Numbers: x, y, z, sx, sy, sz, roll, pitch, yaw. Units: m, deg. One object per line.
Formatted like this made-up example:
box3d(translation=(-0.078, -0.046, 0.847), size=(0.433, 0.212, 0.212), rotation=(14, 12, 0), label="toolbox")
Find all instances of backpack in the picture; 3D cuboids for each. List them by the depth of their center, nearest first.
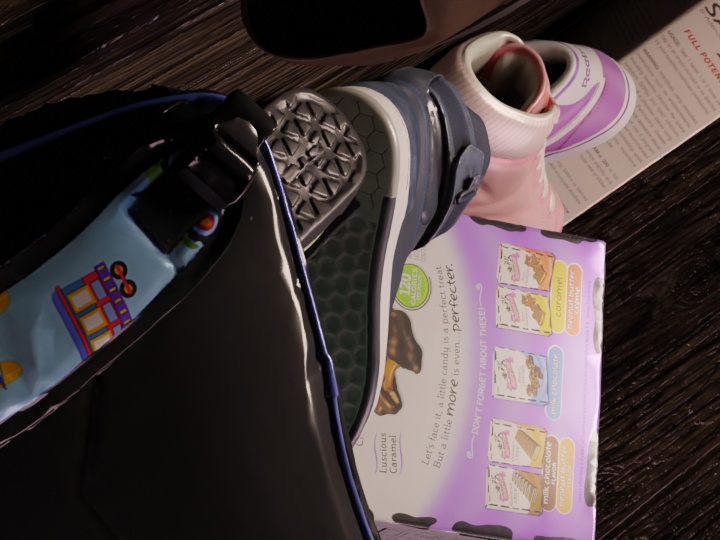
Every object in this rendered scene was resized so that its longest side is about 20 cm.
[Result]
box3d(translation=(-0.106, 0.059, 0.590), size=(0.199, 0.184, 0.134), rotation=(-19, -170, -17), label="backpack")

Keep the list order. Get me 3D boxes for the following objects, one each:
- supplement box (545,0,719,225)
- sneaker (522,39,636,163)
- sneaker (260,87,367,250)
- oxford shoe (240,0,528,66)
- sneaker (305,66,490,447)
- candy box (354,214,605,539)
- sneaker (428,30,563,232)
box3d(translation=(0.157, -0.110, 1.492), size=(0.199, 0.074, 0.126), rotation=(-35, -162, 12), label="supplement box")
box3d(translation=(0.055, -0.082, 1.385), size=(0.200, 0.073, 0.114), rotation=(-32, 161, 22), label="sneaker")
box3d(translation=(-0.071, -0.005, 0.933), size=(0.083, 0.072, 0.200), rotation=(-35, 178, 44), label="sneaker")
box3d(translation=(0.041, -0.102, 0.588), size=(0.084, 0.073, 0.200), rotation=(-29, 174, -46), label="oxford shoe")
box3d(translation=(0.002, 0.000, 1.121), size=(0.146, 0.076, 0.204), rotation=(-37, 145, -67), label="sneaker")
box3d(translation=(0.021, 0.056, 1.200), size=(0.198, 0.169, 0.072), rotation=(11, 161, -18), label="candy box")
box3d(translation=(0.080, -0.067, 1.267), size=(0.105, 0.076, 0.200), rotation=(-40, 152, 21), label="sneaker")
